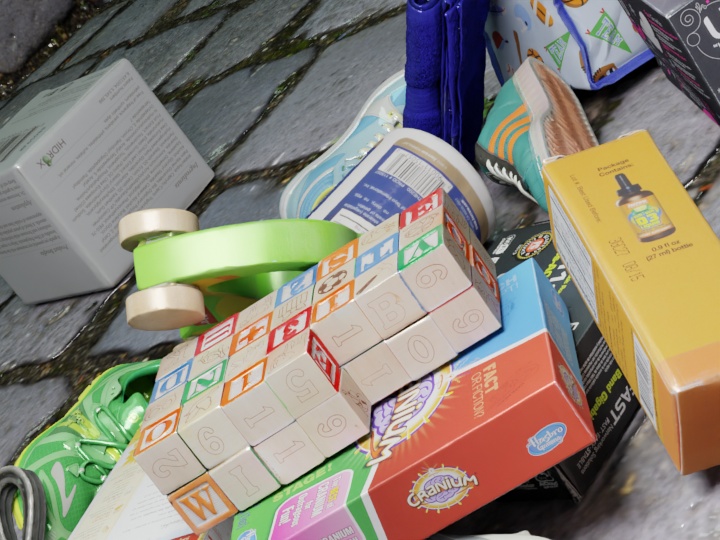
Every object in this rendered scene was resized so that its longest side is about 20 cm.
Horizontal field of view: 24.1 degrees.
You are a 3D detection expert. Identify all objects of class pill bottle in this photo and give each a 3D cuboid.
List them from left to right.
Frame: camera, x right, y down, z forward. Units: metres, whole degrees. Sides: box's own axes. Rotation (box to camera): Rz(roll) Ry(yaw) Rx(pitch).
[{"bbox_3d":[0.000,0.000,1.217,0.200,0.111,0.111,-47,22,-25],"label":"pill bottle"}]

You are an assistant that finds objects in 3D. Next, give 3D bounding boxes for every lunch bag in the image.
[{"bbox_3d":[0.209,-0.240,1.381,0.199,0.125,0.170,-30,18,-15],"label":"lunch bag"}]

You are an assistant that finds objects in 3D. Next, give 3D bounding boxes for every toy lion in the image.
[{"bbox_3d":[-0.037,0.009,1.048,0.189,0.069,0.200,-9,-16,5],"label":"toy lion"}]

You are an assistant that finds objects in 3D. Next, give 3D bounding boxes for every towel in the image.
[{"bbox_3d":[0.076,-0.157,1.344,0.049,0.202,0.148,13,40,16],"label":"towel"}]

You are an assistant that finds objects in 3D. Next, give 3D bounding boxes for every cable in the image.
[{"bbox_3d":[-0.228,0.226,1.081,0.096,0.050,0.203,-5,77,41],"label":"cable"}]

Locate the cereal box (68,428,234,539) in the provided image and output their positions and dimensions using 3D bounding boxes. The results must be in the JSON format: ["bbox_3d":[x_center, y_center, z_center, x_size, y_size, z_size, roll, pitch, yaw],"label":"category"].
[{"bbox_3d":[-0.116,0.148,1.056,0.143,0.040,0.201,-23,23,32],"label":"cereal box"}]

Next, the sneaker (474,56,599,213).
[{"bbox_3d":[0.130,-0.082,1.255,0.080,0.071,0.201,-49,20,23],"label":"sneaker"}]

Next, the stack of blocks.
[{"bbox_3d":[-0.022,0.047,0.922,0.199,0.059,0.115,-32,19,14],"label":"stack of blocks"}]

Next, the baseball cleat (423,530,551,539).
[{"bbox_3d":[0.020,0.170,0.853,0.199,0.070,0.106,-16,8,45],"label":"baseball cleat"}]

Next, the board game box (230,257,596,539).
[{"bbox_3d":[0.025,0.088,0.901,0.199,0.040,0.153,-32,19,13],"label":"board game box"}]

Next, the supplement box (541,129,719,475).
[{"bbox_3d":[0.159,0.011,0.891,0.066,0.069,0.201,-17,42,-3],"label":"supplement box"}]

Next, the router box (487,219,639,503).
[{"bbox_3d":[0.106,0.049,1.006,0.149,0.062,0.200,-11,33,48],"label":"router box"}]

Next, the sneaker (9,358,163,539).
[{"bbox_3d":[-0.182,0.124,1.195,0.083,0.074,0.201,-28,22,35],"label":"sneaker"}]

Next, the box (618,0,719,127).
[{"bbox_3d":[0.266,-0.192,1.182,0.132,0.115,0.200,-35,21,7],"label":"box"}]

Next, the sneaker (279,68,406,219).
[{"bbox_3d":[0.023,-0.089,1.424,0.200,0.079,0.131,-47,18,1],"label":"sneaker"}]

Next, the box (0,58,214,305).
[{"bbox_3d":[-0.312,-0.093,1.848,0.198,0.172,0.200,-10,32,51],"label":"box"}]
